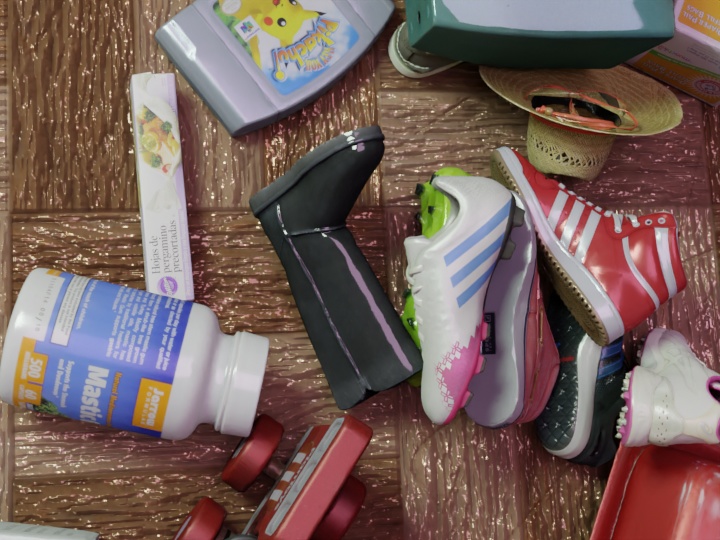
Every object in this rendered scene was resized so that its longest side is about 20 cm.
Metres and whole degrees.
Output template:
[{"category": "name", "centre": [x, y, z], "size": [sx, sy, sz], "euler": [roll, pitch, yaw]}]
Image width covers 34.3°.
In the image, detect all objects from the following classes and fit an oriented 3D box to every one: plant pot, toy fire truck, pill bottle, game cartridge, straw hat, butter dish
[{"category": "plant pot", "centre": [0.142, -0.249, 0.998], "size": [0.198, 0.141, 0.143], "euler": [-6, 90, -12]}, {"category": "toy fire truck", "centre": [-0.069, 0.203, 0.917], "size": [0.112, 0.168, 0.201], "euler": [36, 75, -4]}, {"category": "pill bottle", "centre": [-0.178, 0.073, 0.938], "size": [0.198, 0.112, 0.113], "euler": [14, 78, -6]}, {"category": "game cartridge", "centre": [-0.069, -0.219, 1.059], "size": [0.200, 0.040, 0.134], "euler": [-41, 95, -16]}, {"category": "straw hat", "centre": [0.191, -0.127, 1.065], "size": [0.199, 0.202, 0.086], "euler": [2, 119, -12]}, {"category": "butter dish", "centre": [0.311, 0.246, 1.000], "size": [0.199, 0.148, 0.201], "euler": [25, 75, -14]}]

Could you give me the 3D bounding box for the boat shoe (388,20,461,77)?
[{"category": "boat shoe", "centre": [0.121, -0.243, 1.092], "size": [0.201, 0.060, 0.073], "euler": [-29, 87, -16]}]

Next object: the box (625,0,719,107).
[{"category": "box", "centre": [0.350, -0.279, 1.129], "size": [0.112, 0.101, 0.202], "euler": [24, 76, -7]}]

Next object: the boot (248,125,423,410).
[{"category": "boot", "centre": [0.000, 0.000, 0.976], "size": [0.065, 0.164, 0.202], "euler": [-17, 80, -41]}]

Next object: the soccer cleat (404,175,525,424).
[{"category": "soccer cleat", "centre": [0.066, 0.020, 0.943], "size": [0.086, 0.070, 0.202], "euler": [16, 85, -10]}]

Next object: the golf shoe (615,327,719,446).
[{"category": "golf shoe", "centre": [0.276, 0.104, 1.007], "size": [0.091, 0.200, 0.076], "euler": [6, 109, 19]}]

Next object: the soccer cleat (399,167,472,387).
[{"category": "soccer cleat", "centre": [0.082, 0.007, 1.041], "size": [0.080, 0.067, 0.202], "euler": [15, 77, -23]}]

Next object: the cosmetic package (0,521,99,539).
[{"category": "cosmetic package", "centre": [-0.303, 0.269, 0.854], "size": [0.198, 0.166, 0.169], "euler": [7, 79, -10]}]

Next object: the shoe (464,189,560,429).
[{"category": "shoe", "centre": [0.129, 0.035, 1.012], "size": [0.071, 0.091, 0.202], "euler": [-1, 84, 27]}]

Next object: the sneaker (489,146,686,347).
[{"category": "sneaker", "centre": [0.202, -0.043, 1.022], "size": [0.112, 0.071, 0.201], "euler": [-29, 71, -7]}]

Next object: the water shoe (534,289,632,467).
[{"category": "water shoe", "centre": [0.210, 0.077, 1.065], "size": [0.079, 0.071, 0.202], "euler": [27, 72, -35]}]

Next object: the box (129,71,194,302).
[{"category": "box", "centre": [-0.172, -0.069, 1.007], "size": [0.038, 0.041, 0.202], "euler": [-4, 82, -12]}]
